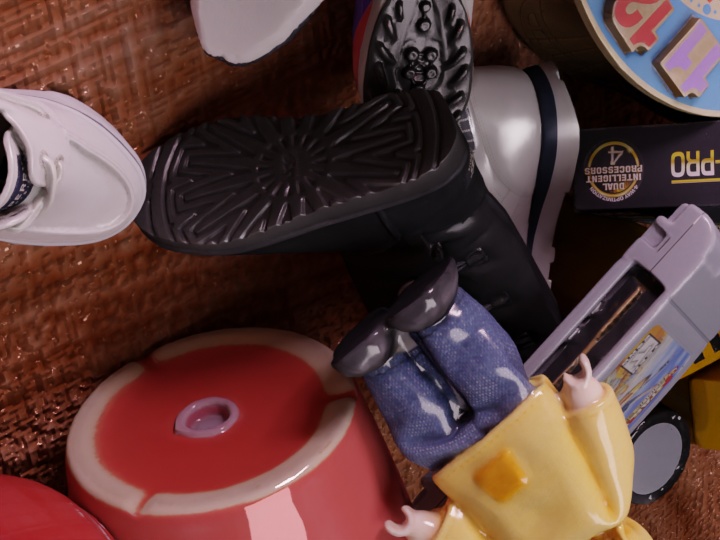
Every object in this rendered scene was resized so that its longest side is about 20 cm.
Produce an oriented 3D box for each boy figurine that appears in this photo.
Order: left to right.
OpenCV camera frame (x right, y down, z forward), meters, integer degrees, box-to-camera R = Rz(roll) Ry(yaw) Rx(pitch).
[{"bbox_3d":[0.069,0.096,0.919,0.124,0.201,0.064,-35,-173,15],"label":"boy figurine"}]

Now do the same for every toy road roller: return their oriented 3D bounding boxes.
[{"bbox_3d":[0.169,0.024,1.155,0.199,0.123,0.147,-25,123,-26],"label":"toy road roller"}]

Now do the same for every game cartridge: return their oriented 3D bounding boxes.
[{"bbox_3d":[0.115,0.059,1.017,0.200,0.042,0.133,-48,155,4],"label":"game cartridge"}]

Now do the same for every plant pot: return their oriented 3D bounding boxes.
[{"bbox_3d":[-0.056,0.139,0.996,0.200,0.200,0.178,-28,125,-23],"label":"plant pot"}]

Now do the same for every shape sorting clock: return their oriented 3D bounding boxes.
[{"bbox_3d":[0.179,-0.174,0.977,0.199,0.039,0.202,-5,102,-25],"label":"shape sorting clock"}]

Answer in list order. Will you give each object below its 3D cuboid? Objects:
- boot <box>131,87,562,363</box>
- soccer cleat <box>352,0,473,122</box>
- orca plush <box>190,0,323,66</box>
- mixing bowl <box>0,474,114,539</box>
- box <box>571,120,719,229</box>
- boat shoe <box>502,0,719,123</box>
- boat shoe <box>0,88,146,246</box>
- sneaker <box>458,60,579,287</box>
[{"bbox_3d":[0.001,0.000,0.981,0.164,0.066,0.200,-7,151,18],"label":"boot"},{"bbox_3d":[0.029,-0.161,0.924,0.068,0.073,0.201,1,117,-14],"label":"soccer cleat"},{"bbox_3d":[-0.029,-0.191,0.870,0.104,0.071,0.202,5,114,6],"label":"orca plush"},{"bbox_3d":[-0.162,0.169,0.907,0.108,0.200,0.201,-24,134,-38],"label":"mixing bowl"},{"bbox_3d":[0.220,-0.050,1.076,0.200,0.160,0.050,5,83,-64],"label":"box"},{"bbox_3d":[0.152,-0.134,1.067,0.199,0.072,0.073,21,75,-38],"label":"boat shoe"},{"bbox_3d":[-0.158,-0.042,0.840,0.199,0.065,0.074,14,109,-47],"label":"boat shoe"},{"bbox_3d":[0.057,-0.020,1.064,0.080,0.077,0.201,-7,126,-17],"label":"sneaker"}]
